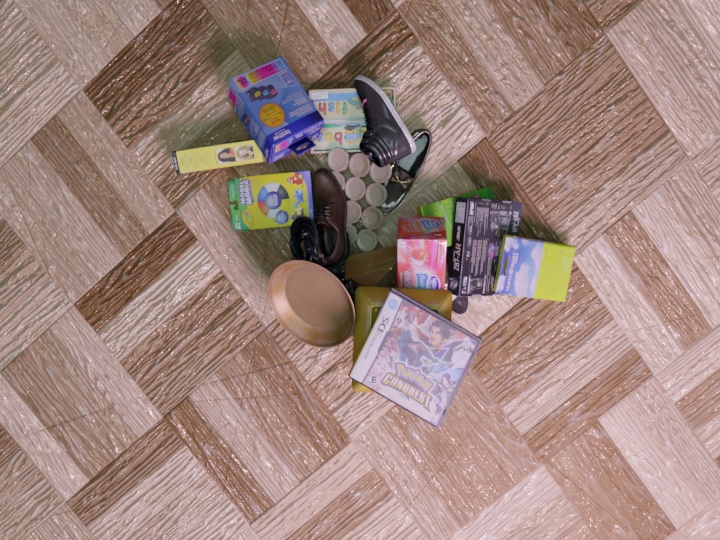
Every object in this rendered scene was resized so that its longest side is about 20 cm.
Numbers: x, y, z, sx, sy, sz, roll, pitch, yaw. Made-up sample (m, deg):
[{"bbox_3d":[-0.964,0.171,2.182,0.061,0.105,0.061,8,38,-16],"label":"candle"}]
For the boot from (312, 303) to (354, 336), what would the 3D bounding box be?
[{"bbox_3d":[-0.005,0.107,1.206,0.193,0.131,0.070,-13,97,3],"label":"boot"}]

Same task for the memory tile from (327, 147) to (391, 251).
[{"bbox_3d":[-0.015,-0.154,1.211,0.148,0.017,0.207,15,105,12],"label":"memory tile"}]

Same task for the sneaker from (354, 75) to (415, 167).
[{"bbox_3d":[0.023,-0.306,1.145,0.098,0.071,0.203,-34,85,-10],"label":"sneaker"}]

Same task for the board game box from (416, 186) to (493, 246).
[{"bbox_3d":[0.214,-0.113,1.194,0.194,0.030,0.099,-17,97,-23],"label":"board game box"}]

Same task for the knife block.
[{"bbox_3d":[0.000,0.000,1.223,0.173,0.065,0.200,26,58,35],"label":"knife block"}]

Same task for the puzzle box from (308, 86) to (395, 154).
[{"bbox_3d":[-0.017,-0.327,1.210,0.192,0.025,0.139,-2,97,1],"label":"puzzle box"}]

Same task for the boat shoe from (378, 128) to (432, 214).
[{"bbox_3d":[0.095,-0.215,1.202,0.071,0.060,0.204,31,96,-3],"label":"boat shoe"}]

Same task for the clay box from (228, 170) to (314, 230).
[{"bbox_3d":[-0.199,-0.153,1.223,0.192,0.048,0.120,-6,96,1],"label":"clay box"}]

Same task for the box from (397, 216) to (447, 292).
[{"bbox_3d":[0.123,0.003,1.121,0.098,0.096,0.206,1,122,4],"label":"box"}]

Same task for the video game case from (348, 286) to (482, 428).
[{"bbox_3d":[0.101,0.161,1.023,0.196,0.026,0.185,28,90,0],"label":"video game case"}]

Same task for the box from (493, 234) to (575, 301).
[{"bbox_3d":[0.368,-0.005,1.191,0.193,0.047,0.127,6,97,-24],"label":"box"}]

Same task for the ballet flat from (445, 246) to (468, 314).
[{"bbox_3d":[0.184,0.004,1.220,0.067,0.067,0.207,-14,93,43],"label":"ballet flat"}]

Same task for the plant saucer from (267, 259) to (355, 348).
[{"bbox_3d":[-0.094,0.062,1.102,0.194,0.036,0.206,13,124,19],"label":"plant saucer"}]

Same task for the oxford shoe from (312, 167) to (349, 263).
[{"bbox_3d":[-0.069,-0.121,1.174,0.070,0.084,0.208,-14,85,20],"label":"oxford shoe"}]

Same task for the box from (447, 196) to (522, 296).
[{"bbox_3d":[0.269,-0.050,1.188,0.155,0.043,0.208,-1,100,-29],"label":"box"}]

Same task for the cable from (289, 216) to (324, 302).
[{"bbox_3d":[-0.124,-0.013,1.182,0.049,0.203,0.166,-10,54,-21],"label":"cable"}]

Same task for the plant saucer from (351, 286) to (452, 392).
[{"bbox_3d":[0.082,0.138,1.060,0.192,0.048,0.208,2,90,-1],"label":"plant saucer"}]

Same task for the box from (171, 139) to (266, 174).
[{"bbox_3d":[-0.304,-0.250,1.201,0.192,0.075,0.052,-8,105,1],"label":"box"}]

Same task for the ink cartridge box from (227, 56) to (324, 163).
[{"bbox_3d":[-0.168,-0.321,1.147,0.135,0.076,0.203,-32,85,-24],"label":"ink cartridge box"}]
